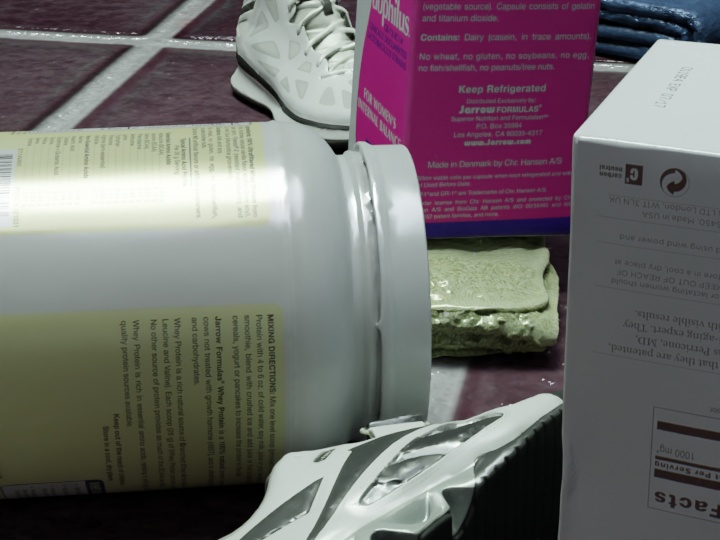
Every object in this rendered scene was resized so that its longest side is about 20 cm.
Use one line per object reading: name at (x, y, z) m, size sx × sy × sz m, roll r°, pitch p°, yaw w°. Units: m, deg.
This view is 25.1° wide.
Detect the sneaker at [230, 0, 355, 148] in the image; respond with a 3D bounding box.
sneaker at (-0.031, -0.156, 1.074) m, size 0.075 × 0.116 × 0.200 m, roll -14°, pitch 27°, yaw -29°

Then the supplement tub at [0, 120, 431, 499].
supplement tub at (-0.078, 0.015, 0.647) m, size 0.199 × 0.146 × 0.145 m, roll -3°, pitch 24°, yaw -6°

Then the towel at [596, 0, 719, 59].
towel at (0.268, -0.206, 1.275) m, size 0.111 × 0.049 × 0.200 m, roll 18°, pitch 28°, yaw 35°

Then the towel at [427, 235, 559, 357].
towel at (0.000, 0.000, 0.817) m, size 0.199 × 0.037 × 0.149 m, roll 0°, pitch 23°, yaw 1°

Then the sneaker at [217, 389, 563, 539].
sneaker at (0.014, 0.082, 0.581) m, size 0.088 × 0.074 × 0.200 m, roll 23°, pitch 32°, yaw 38°

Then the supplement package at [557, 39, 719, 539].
supplement package at (0.130, 0.041, 0.517) m, size 0.109 × 0.201 × 0.114 m, roll 9°, pitch 26°, yaw 21°

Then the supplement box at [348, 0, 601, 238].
supplement box at (0.058, -0.127, 0.820) m, size 0.103 × 0.201 × 0.101 m, roll -2°, pitch 22°, yaw -16°
